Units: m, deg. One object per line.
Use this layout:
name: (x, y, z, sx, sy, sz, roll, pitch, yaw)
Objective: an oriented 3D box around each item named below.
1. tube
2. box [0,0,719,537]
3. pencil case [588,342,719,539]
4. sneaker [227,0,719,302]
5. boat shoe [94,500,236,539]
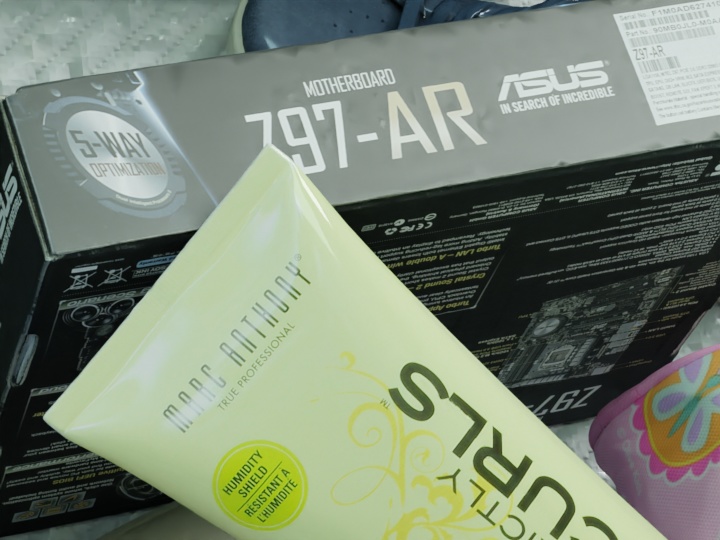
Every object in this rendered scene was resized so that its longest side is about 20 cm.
tube: (0.029, 0.065, 0.652, 0.200, 0.052, 0.058, 40, 52, -14)
box: (0.000, 0.000, 0.727, 0.199, 0.160, 0.044, -10, 66, -20)
pencil case: (0.123, 0.110, 0.742, 0.087, 0.088, 0.201, -5, 60, -18)
sneaker: (0.064, -0.053, 0.820, 0.199, 0.085, 0.075, 16, 57, -5)
boat shoe: (-0.059, 0.108, 0.706, 0.200, 0.072, 0.060, -30, 111, -41)
